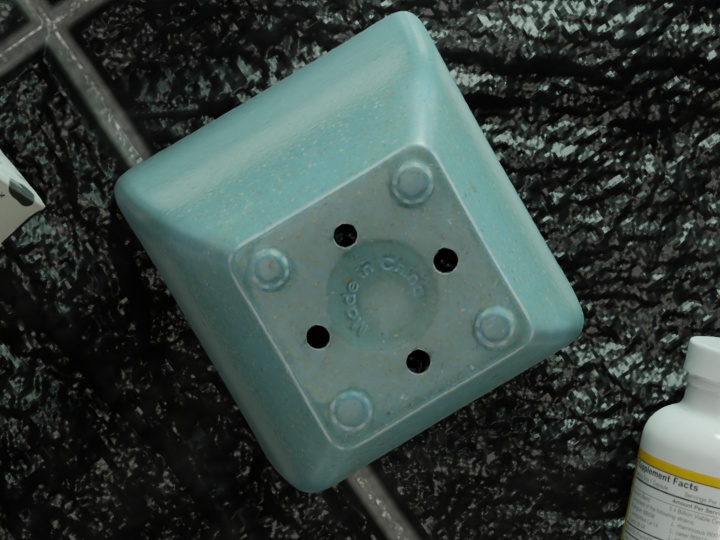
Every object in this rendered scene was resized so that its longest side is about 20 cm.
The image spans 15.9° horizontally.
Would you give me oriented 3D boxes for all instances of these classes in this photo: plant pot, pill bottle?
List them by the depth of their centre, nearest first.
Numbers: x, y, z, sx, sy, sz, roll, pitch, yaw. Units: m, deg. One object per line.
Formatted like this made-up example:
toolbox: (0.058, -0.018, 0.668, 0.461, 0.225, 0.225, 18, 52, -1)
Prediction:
plant pot: (0.000, 0.000, 1.332, 0.195, 0.200, 0.197, -30, 99, 0)
pill bottle: (0.197, 0.142, 1.419, 0.104, 0.104, 0.201, 10, 97, -7)

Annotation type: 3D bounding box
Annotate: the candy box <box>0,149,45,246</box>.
candy box: (-0.273, -0.002, 1.333, 0.200, 0.136, 0.061, -41, 74, 1)
